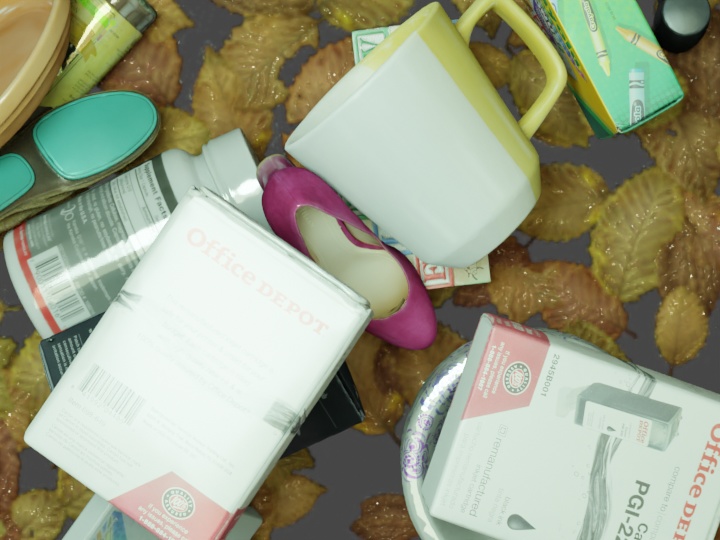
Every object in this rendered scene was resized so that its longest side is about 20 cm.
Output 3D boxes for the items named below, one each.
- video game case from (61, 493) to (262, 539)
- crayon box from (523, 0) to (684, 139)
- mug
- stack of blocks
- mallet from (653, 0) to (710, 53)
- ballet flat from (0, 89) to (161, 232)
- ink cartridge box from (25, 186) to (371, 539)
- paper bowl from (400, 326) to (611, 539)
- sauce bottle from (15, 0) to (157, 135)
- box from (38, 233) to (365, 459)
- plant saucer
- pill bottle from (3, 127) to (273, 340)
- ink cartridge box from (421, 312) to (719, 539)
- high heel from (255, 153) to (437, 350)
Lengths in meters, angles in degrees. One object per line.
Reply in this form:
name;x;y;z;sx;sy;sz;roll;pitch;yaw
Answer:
video game case;-0.181;0.247;1.264;0.022;0.182;0.201;39;95;34
crayon box;0.164;-0.201;1.267;0.058;0.119;0.201;-28;92;1
mug;0.063;-0.097;1.202;0.186;0.150;0.153;-41;99;15
stack of blocks;0.032;-0.085;1.302;0.114;0.059;0.202;-6;92;0
mallet;0.207;-0.259;1.291;0.041;0.066;0.201;-30;91;0
ballet flat;-0.243;-0.072;1.278;0.199;0.072;0.068;-35;84;-20
ink cartridge box;-0.103;0.067;1.118;0.145;0.085;0.201;34;90;4
paper bowl;0.129;0.144;1.288;0.198;0.104;0.203;0;92;0
sauce bottle;-0.243;-0.145;1.298;0.065;0.065;0.200;42;91;-1
box;-0.114;0.083;1.253;0.198;0.148;0.105;-24;61;0
plant saucer;-0.284;-0.142;1.251;0.200;0.200;0.037;-45;125;2
pill bottle;-0.159;-0.022;1.278;0.199;0.114;0.115;-26;92;1
ink cartridge box;0.160;0.132;1.196;0.198;0.085;0.147;19;93;-3
high heel;0.000;0.000;1.209;0.067;0.096;0.201;-36;116;1
